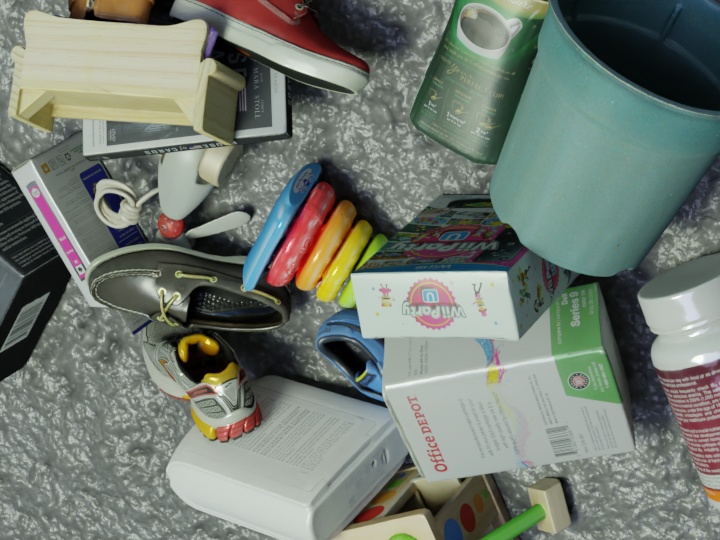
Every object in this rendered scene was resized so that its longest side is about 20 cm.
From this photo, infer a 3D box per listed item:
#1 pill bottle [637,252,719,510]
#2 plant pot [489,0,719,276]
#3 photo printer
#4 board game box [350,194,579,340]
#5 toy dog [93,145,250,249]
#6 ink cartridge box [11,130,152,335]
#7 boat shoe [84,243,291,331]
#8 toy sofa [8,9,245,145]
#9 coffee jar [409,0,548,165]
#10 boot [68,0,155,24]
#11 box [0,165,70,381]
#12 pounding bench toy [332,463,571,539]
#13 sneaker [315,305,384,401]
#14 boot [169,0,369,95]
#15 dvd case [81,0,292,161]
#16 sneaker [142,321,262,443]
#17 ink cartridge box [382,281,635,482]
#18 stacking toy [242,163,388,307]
[{"bbox_3d":[0.317,0.094,1.564,0.113,0.114,0.201,-17,102,32],"label":"pill bottle"},{"bbox_3d":[0.208,-0.114,1.495,0.199,0.200,0.197,33,128,12],"label":"plant pot"},{"bbox_3d":[-0.077,0.179,1.764,0.199,0.166,0.070,13,130,34],"label":"photo printer"},{"bbox_3d":[0.101,-0.006,1.583,0.146,0.200,0.065,-1,112,27],"label":"board game box"},{"bbox_3d":[-0.161,-0.090,1.768,0.132,0.096,0.200,46,138,0],"label":"toy dog"},{"bbox_3d":[-0.261,-0.034,1.824,0.037,0.095,0.201,-28,96,33],"label":"ink cartridge box"},{"bbox_3d":[-0.165,0.021,1.759,0.199,0.061,0.072,2,129,-9],"label":"boat shoe"},{"bbox_3d":[-0.208,-0.171,1.636,0.198,0.083,0.099,5,85,16],"label":"toy sofa"},{"bbox_3d":[0.119,-0.199,1.562,0.104,0.085,0.201,32,122,20],"label":"coffee jar"},{"bbox_3d":[-0.185,-0.289,1.644,0.199,0.156,0.073,-17,144,42],"label":"boot"},{"bbox_3d":[-0.421,-0.005,1.905,0.196,0.124,0.201,39,123,10],"label":"box"},{"bbox_3d":[0.086,0.260,1.728,0.199,0.156,0.125,-18,102,32],"label":"pounding bench toy"},{"bbox_3d":[0.042,0.112,1.739,0.199,0.078,0.066,36,121,8],"label":"sneaker"},{"bbox_3d":[-0.057,-0.249,1.619,0.199,0.072,0.145,28,88,20],"label":"boot"},{"bbox_3d":[-0.161,-0.185,1.683,0.198,0.025,0.152,-6,78,14],"label":"dvd case"},{"bbox_3d":[-0.157,0.085,1.792,0.200,0.077,0.083,36,145,50],"label":"sneaker"},{"bbox_3d":[0.131,0.102,1.620,0.198,0.088,0.146,-12,135,13],"label":"ink cartridge box"},{"bbox_3d":[0.000,0.000,1.709,0.199,0.116,0.110,31,125,0],"label":"stacking toy"}]
